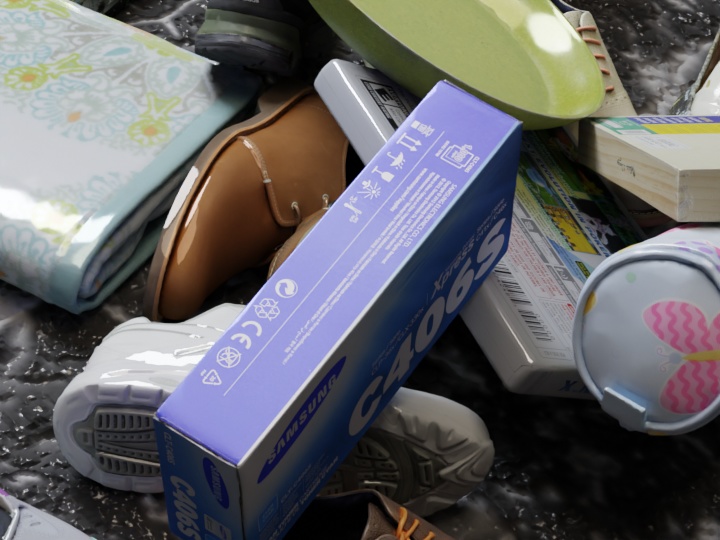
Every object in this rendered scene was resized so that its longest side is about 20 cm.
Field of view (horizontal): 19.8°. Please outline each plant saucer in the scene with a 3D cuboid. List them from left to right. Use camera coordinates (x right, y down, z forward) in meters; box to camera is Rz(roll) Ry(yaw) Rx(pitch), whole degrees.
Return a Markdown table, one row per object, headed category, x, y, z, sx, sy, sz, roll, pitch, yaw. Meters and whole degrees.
| category | x | y | z | sx | sy | sz | roll | pitch | yaw |
| --- | --- | --- | --- | --- | --- | --- | --- | --- | --- |
| plant saucer | 0.037 | -0.135 | 1.073 | 0.200 | 0.031 | 0.200 | 28 | 29 | -17 |

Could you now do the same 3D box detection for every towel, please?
| category | x | y | z | sx | sy | sz | roll | pitch | yaw |
| --- | --- | --- | --- | --- | --- | --- | --- | --- | --- |
| towel | -0.164 | -0.069 | 1.092 | 0.171 | 0.048 | 0.200 | 22 | 42 | 19 |

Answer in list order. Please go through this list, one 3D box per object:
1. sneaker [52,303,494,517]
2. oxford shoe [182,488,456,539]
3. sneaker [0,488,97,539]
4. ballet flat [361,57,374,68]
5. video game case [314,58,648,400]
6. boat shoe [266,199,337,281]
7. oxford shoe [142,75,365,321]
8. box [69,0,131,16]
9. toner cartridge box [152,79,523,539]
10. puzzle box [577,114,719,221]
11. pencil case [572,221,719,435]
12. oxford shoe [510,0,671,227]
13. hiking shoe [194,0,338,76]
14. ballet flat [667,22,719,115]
| category | x | y | z | sx | sy | sz | roll | pitch | yaw |
| --- | --- | --- | --- | --- | --- | --- | --- | --- | --- |
| sneaker | -0.035 | 0.054 | 0.954 | 0.199 | 0.078 | 0.100 | 10 | 38 | 0 |
| oxford shoe | 0.021 | 0.137 | 0.868 | 0.199 | 0.073 | 0.071 | 10 | 42 | 1 |
| sneaker | -0.199 | 0.080 | 0.841 | 0.199 | 0.140 | 0.078 | 9 | 41 | 0 |
| ballet flat | 0.041 | -0.095 | 1.144 | 0.067 | 0.062 | 0.200 | -7 | 44 | -18 |
| video game case | 0.086 | -0.016 | 1.012 | 0.182 | 0.022 | 0.200 | 8 | 41 | -47 |
| boat shoe | 0.000 | 0.000 | 1.001 | 0.068 | 0.072 | 0.200 | -13 | 4 | 28 |
| oxford shoe | -0.047 | -0.034 | 1.055 | 0.071 | 0.071 | 0.200 | 25 | 42 | 12 |
| box | -0.209 | -0.222 | 1.260 | 0.200 | 0.040 | 0.137 | 28 | 46 | 21 |
| toner cartridge box | -0.005 | 0.022 | 0.847 | 0.043 | 0.095 | 0.200 | 29 | 60 | 19 |
| puzzle box | 0.190 | -0.052 | 0.999 | 0.133 | 0.026 | 0.200 | -2 | 11 | -6 |
| pencil case | 0.171 | 0.016 | 0.950 | 0.083 | 0.091 | 0.200 | 44 | 27 | 17 |
| oxford shoe | 0.113 | -0.101 | 1.154 | 0.071 | 0.074 | 0.200 | -15 | 47 | -29 |
| hiking shoe | -0.041 | -0.172 | 1.156 | 0.075 | 0.101 | 0.200 | 14 | 16 | -1 |
| ballet flat | 0.219 | -0.106 | 1.185 | 0.072 | 0.072 | 0.200 | 19 | 42 | 11 |
